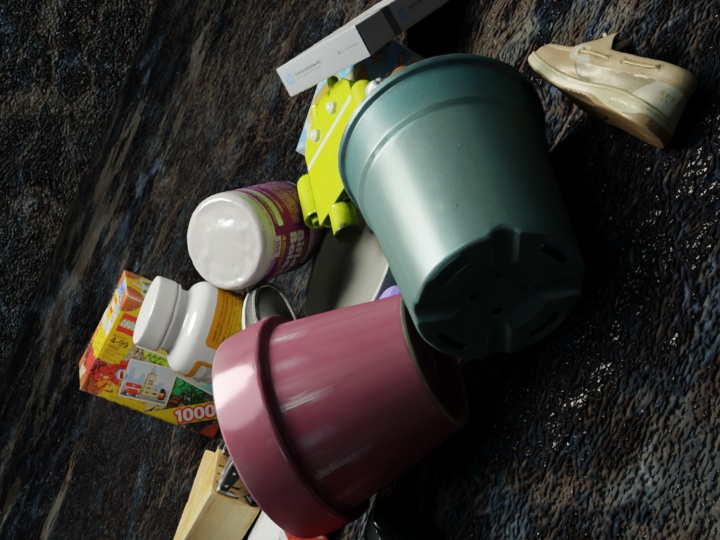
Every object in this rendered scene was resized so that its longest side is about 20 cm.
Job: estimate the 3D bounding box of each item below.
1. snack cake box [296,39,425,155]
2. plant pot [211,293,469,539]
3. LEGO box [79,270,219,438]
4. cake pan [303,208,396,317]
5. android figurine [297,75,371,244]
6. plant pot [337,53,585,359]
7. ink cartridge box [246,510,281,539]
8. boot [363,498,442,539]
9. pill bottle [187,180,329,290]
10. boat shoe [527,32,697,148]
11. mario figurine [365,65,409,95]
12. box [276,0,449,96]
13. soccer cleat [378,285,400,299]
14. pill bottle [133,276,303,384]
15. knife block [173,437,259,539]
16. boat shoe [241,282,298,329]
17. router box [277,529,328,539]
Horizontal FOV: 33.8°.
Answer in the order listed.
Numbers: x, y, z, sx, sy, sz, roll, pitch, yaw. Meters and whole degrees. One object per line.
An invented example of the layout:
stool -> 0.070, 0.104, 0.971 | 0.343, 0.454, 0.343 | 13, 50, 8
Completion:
snack cake box -> 0.002, -0.200, 1.470 | 0.199, 0.066, 0.117 | -7, 62, 63
plant pot -> -0.007, 0.116, 1.064 | 0.177, 0.201, 0.202 | -26, 40, 17
LEGO box -> -0.252, 0.113, 1.567 | 0.150, 0.198, 0.077 | -60, 25, 15
cake pan -> 0.000, 0.000, 1.338 | 0.200, 0.036, 0.203 | -47, 31, 39
android figurine -> -0.021, -0.136, 1.359 | 0.183, 0.040, 0.202 | -54, 38, 42
plant pot -> 0.094, -0.046, 1.019 | 0.201, 0.198, 0.198 | -51, 36, 30
ink cartridge box -> -0.079, 0.276, 1.282 | 0.200, 0.049, 0.165 | -164, 96, -83
boot -> 0.020, 0.312, 0.998 | 0.164, 0.072, 0.199 | -65, 22, 20
pill bottle -> -0.113, -0.048, 1.427 | 0.113, 0.112, 0.199 | -55, -14, 24
boat shoe -> 0.214, -0.164, 1.009 | 0.065, 0.071, 0.200 | -56, 34, 7
mario figurine -> 0.078, -0.154, 1.199 | 0.122, 0.107, 0.201 | -22, 34, 13
box -> 0.015, -0.286, 1.402 | 0.155, 0.042, 0.199 | -16, 18, 50
soccer cleat -> -0.005, 0.106, 1.209 | 0.067, 0.076, 0.203 | 17, 85, 66
pill bottle -> -0.161, 0.080, 1.394 | 0.112, 0.197, 0.112 | -54, 23, 36
knife block -> -0.153, 0.267, 1.357 | 0.175, 0.063, 0.203 | 165, 125, -74
boat shoe -> -0.084, 0.092, 1.313 | 0.061, 0.073, 0.203 | 120, 145, -51
router box -> -0.065, 0.354, 1.070 | 0.179, 0.048, 0.204 | -173, 97, -80
